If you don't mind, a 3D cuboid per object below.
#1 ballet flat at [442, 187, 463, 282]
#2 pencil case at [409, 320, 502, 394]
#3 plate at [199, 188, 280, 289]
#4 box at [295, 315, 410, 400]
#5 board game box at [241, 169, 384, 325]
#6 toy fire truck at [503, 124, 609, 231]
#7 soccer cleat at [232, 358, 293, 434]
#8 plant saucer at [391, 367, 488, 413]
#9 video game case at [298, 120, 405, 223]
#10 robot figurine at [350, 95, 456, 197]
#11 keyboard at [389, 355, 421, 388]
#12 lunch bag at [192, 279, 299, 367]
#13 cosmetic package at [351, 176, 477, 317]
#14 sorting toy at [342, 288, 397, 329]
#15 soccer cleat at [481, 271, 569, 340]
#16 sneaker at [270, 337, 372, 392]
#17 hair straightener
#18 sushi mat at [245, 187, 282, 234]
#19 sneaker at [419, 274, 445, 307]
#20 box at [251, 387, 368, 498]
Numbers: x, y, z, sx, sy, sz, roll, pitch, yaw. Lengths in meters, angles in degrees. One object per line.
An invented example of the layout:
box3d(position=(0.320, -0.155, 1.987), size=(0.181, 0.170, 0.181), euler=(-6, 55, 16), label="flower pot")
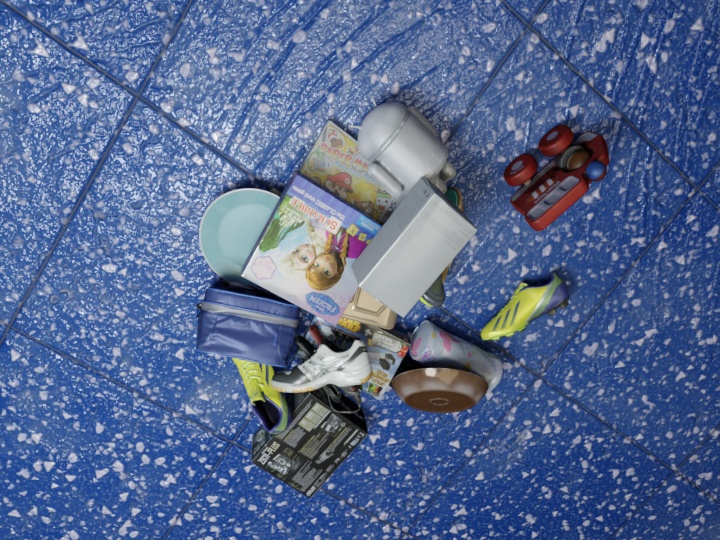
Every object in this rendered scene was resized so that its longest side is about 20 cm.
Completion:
box3d(position=(0.162, -0.062, 1.169), size=(0.062, 0.068, 0.205), euler=(0, 117, -38), label="ballet flat")
box3d(position=(0.196, 0.176, 1.242), size=(0.196, 0.092, 0.084), euler=(26, 123, -17), label="pencil case")
box3d(position=(-0.197, -0.059, 1.116), size=(0.193, 0.026, 0.206), euler=(-1, 118, -2), label="plate")
box3d(position=(-0.015, 0.152, 1.212), size=(0.196, 0.040, 0.139), euler=(27, 107, -5), label="box")
box3d(position=(-0.077, -0.035, 1.062), size=(0.197, 0.041, 0.203), euler=(27, 102, -18), label="board game box")
box3d(position=(0.362, -0.163, 1.089), size=(0.199, 0.169, 0.112), euler=(-40, 112, 9), label="toy fire truck")
box3d(position=(-0.197, 0.221, 1.177), size=(0.064, 0.083, 0.203), euler=(-35, 79, 16), label="soccer cleat")
box3d(position=(0.158, 0.247, 1.213), size=(0.194, 0.038, 0.202), euler=(4, 150, 2), label="plant saucer")
box3d(position=(-0.025, -0.133, 1.095), size=(0.197, 0.023, 0.185), euler=(32, 85, -19), label="video game case")
box3d(position=(0.074, -0.209, 1.055), size=(0.199, 0.112, 0.172), euler=(39, 59, -14), label="robot figurine")
box3d(position=(0.049, 0.210, 1.265), size=(0.198, 0.040, 0.105), euler=(37, 102, -19), label="keyboard")
box3d(position=(-0.213, 0.092, 1.120), size=(0.194, 0.136, 0.137), euler=(13, 84, -14), label="lunch bag")
box3d(position=(0.087, -0.037, 1.023), size=(0.112, 0.082, 0.201), euler=(35, 106, -26), label="cosmetic package")
box3d(position=(0.000, 0.000, 1.154), size=(0.195, 0.036, 0.191), euler=(14, 94, -20), label="sorting toy")
box3d(position=(0.327, 0.075, 1.240), size=(0.197, 0.065, 0.085), euler=(-30, 87, 8), label="soccer cleat")
box3d(position=(-0.076, 0.174, 1.136), size=(0.194, 0.076, 0.091), euler=(-10, 89, 6), label="sneaker")
box3d(position=(-0.066, 0.205, 1.195), size=(0.076, 0.041, 0.202), euler=(-32, 106, 13), label="hair straightener")
box3d(position=(-0.112, -0.062, 1.147), size=(0.198, 0.012, 0.096), euler=(34, 103, -19), label="sushi mat")
box3d(position=(0.125, -0.035, 1.106), size=(0.072, 0.080, 0.206), euler=(-7, 83, -39), label="sneaker")
box3d(position=(-0.108, 0.345, 1.270), size=(0.162, 0.086, 0.201), euler=(36, 103, -19), label="box")
